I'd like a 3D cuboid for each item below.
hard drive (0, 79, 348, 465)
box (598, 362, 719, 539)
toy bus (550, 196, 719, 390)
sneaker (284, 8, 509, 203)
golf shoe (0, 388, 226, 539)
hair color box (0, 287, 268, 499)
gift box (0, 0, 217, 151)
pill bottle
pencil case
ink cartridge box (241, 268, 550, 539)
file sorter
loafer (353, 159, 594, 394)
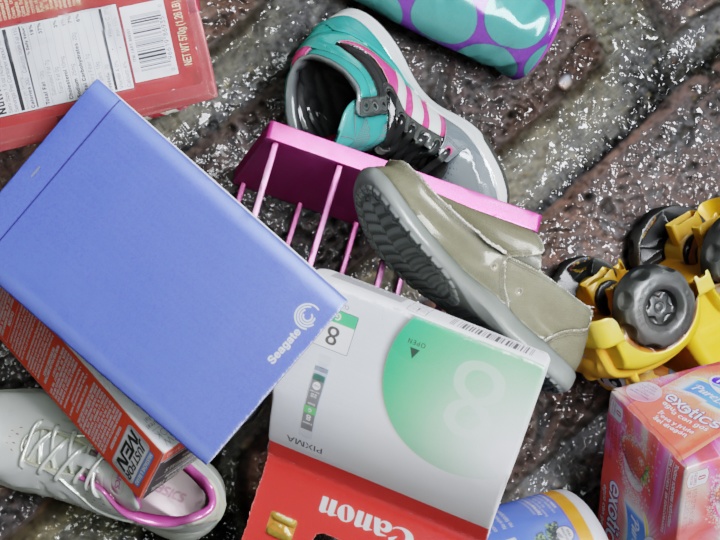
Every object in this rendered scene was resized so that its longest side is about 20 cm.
[{"bbox_3d":[-0.125,0.002,0.815,0.200,0.025,0.132,41,91,-3],"label":"hard drive"},{"bbox_3d":[0.236,0.179,0.957,0.102,0.095,0.201,-12,122,-19],"label":"box"},{"bbox_3d":[0.254,0.058,1.036,0.199,0.136,0.193,-27,104,-16],"label":"toy bus"},{"bbox_3d":[0.017,-0.098,0.986,0.200,0.084,0.121,48,40,4],"label":"sneaker"},{"bbox_3d":[-0.181,0.127,0.912,0.199,0.092,0.076,19,78,-10],"label":"golf shoe"},{"bbox_3d":[-0.163,0.039,0.900,0.200,0.064,0.111,46,47,13],"label":"hair color box"},{"bbox_3d":[-0.185,-0.177,0.897,0.199,0.187,0.186,-11,106,-15],"label":"gift box"},{"bbox_3d":[0.073,0.233,0.952,0.199,0.112,0.113,-14,84,-18],"label":"pill bottle"},{"bbox_3d":[0.059,-0.228,1.042,0.199,0.085,0.093,25,104,-11],"label":"pencil case"},{"bbox_3d":[0.014,0.119,0.857,0.160,0.050,0.201,20,99,12],"label":"ink cartridge box"},{"bbox_3d":[0.000,0.000,0.959,0.199,0.139,0.126,18,77,-12],"label":"file sorter"},{"bbox_3d":[0.076,-0.005,0.878,0.200,0.075,0.070,45,72,-18],"label":"loafer"}]
